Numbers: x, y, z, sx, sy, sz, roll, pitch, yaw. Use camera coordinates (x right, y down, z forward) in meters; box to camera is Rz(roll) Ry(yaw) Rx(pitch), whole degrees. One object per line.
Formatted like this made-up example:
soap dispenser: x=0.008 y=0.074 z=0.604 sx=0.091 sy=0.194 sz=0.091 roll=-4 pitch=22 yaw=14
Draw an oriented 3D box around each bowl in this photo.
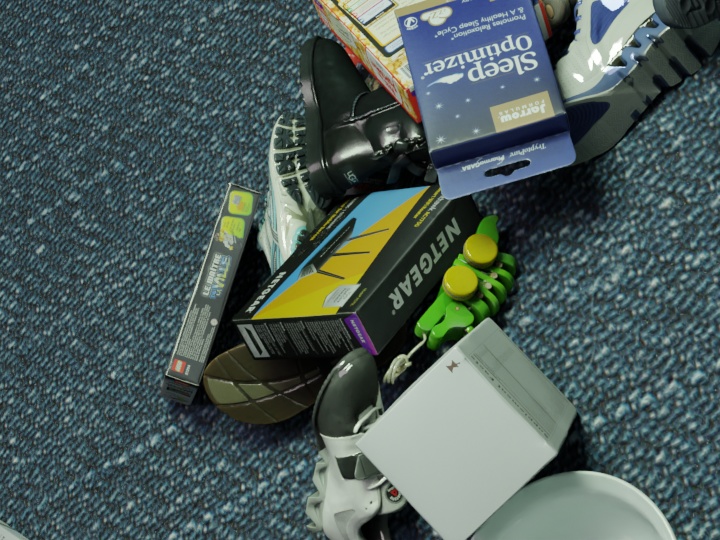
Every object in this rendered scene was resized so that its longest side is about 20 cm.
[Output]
bowl: x=0.171 y=0.259 z=1.281 sx=0.200 sy=0.090 sz=0.202 roll=-19 pitch=56 yaw=31

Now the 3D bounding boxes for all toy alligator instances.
toy alligator: x=0.088 y=0.034 z=1.478 sx=0.054 sy=0.059 sz=0.200 roll=29 pitch=58 yaw=8

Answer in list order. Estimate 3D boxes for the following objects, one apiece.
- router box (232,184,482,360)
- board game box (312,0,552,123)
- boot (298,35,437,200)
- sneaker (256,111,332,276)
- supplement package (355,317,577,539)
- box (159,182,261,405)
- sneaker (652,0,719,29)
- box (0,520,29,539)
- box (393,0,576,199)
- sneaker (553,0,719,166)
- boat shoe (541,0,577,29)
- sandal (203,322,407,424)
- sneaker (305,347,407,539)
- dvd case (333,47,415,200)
router box: x=0.000 y=0.000 z=1.527 sx=0.149 sy=0.051 sz=0.200 roll=-5 pitch=33 yaw=40
board game box: x=0.062 y=-0.242 z=1.593 sx=0.151 sy=0.046 sz=0.200 roll=-32 pitch=46 yaw=-6
boot: x=0.028 y=-0.163 z=1.616 sx=0.162 sy=0.073 sz=0.199 roll=-19 pitch=51 yaw=19
sneaker: x=-0.072 y=-0.056 z=1.655 sx=0.086 sy=0.077 sz=0.201 roll=-28 pitch=60 yaw=46
supplement package: x=0.087 y=0.122 z=1.333 sx=0.110 sy=0.200 sz=0.114 roll=-45 pitch=85 yaw=11
box: x=-0.148 y=0.025 z=1.670 sx=0.110 sy=0.035 sz=0.201 roll=126 pitch=162 yaw=-73
sneaker: x=0.290 y=-0.268 z=1.459 sx=0.082 sy=0.070 sz=0.200 roll=4 pitch=39 yaw=45
box: x=-0.373 y=0.342 z=1.721 sx=0.199 sy=0.041 sz=0.157 roll=20 pitch=80 yaw=45
box: x=0.106 y=-0.161 z=1.466 sx=0.120 sy=0.032 sz=0.201 roll=-16 pitch=57 yaw=6
sneaker: x=0.212 y=-0.186 z=1.511 sx=0.199 sy=0.081 sz=0.115 roll=-37 pitch=44 yaw=9
boat shoe: x=0.160 y=-0.291 z=1.621 sx=0.073 sy=0.075 sz=0.200 roll=-30 pitch=41 yaw=-10
sandal: x=-0.048 y=0.081 z=1.580 sx=0.199 sy=0.055 sz=0.082 roll=-27 pitch=92 yaw=10
sneaker: x=0.009 y=0.157 z=1.439 sx=0.088 sy=0.201 sz=0.074 roll=28 pitch=42 yaw=32
dvd case: x=0.020 y=-0.162 z=1.689 sx=0.145 sy=0.022 sz=0.201 roll=10 pitch=73 yaw=43
